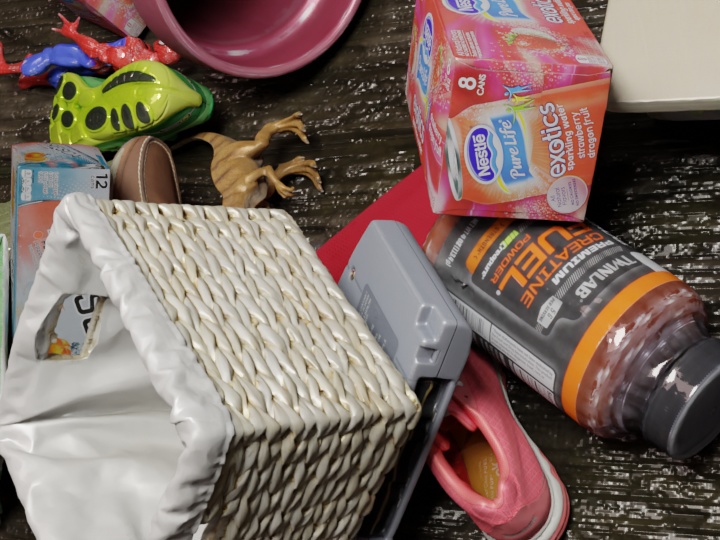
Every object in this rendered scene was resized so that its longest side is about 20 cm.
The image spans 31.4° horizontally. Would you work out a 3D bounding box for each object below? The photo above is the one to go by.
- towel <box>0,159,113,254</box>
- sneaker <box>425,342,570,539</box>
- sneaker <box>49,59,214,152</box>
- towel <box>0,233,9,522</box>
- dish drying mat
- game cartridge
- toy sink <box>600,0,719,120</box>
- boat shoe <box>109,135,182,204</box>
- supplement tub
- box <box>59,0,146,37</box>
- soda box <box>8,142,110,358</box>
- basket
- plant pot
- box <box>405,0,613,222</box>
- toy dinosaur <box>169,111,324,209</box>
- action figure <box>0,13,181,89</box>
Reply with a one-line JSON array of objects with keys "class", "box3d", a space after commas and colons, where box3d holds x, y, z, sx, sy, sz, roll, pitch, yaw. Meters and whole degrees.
[{"class": "towel", "box3d": [-0.258, -0.032, 1.023, 0.199, 0.037, 0.149, -18, 22, 20]}, {"class": "sneaker", "box3d": [0.061, 0.083, 0.806, 0.074, 0.087, 0.200, -38, 56, 8]}, {"class": "sneaker", "box3d": [-0.193, -0.125, 1.051, 0.200, 0.083, 0.074, 3, 84, 49]}, {"class": "towel", "box3d": [-0.272, 0.085, 0.946, 0.023, 0.200, 0.153, 0, 58, -17]}, {"class": "dish drying mat", "box3d": [0.000, 0.000, 0.919, 0.200, 0.018, 0.077, -40, 52, 9]}, {"class": "game cartridge", "box3d": [0.005, 0.077, 0.800, 0.133, 0.040, 0.201, 58, 136, 50]}, {"class": "toy sink", "box3d": [0.236, -0.163, 0.804, 0.130, 0.112, 0.201, 0, 64, 29]}, {"class": "boat shoe", "box3d": [-0.137, -0.006, 0.924, 0.072, 0.076, 0.201, -17, 70, 26]}, {"class": "supplement tub", "box3d": [0.135, 0.029, 0.778, 0.200, 0.107, 0.107, 37, 89, 35]}, {"class": "box", "box3d": [-0.198, -0.316, 1.117, 0.102, 0.095, 0.200, 30, 85, 40]}, {"class": "soda box", "box3d": [-0.215, 0.014, 0.904, 0.068, 0.063, 0.201, -134, 47, -64]}, {"class": "basket", "box3d": [-0.096, 0.088, 0.750, 0.200, 0.160, 0.199, 54, 132, 38]}, {"class": "plant pot", "box3d": [-0.117, -0.266, 1.008, 0.179, 0.200, 0.200, 28, 84, 50]}, {"class": "box", "box3d": [0.086, -0.119, 0.807, 0.095, 0.100, 0.200, 3, 29, -5]}, {"class": "toy dinosaur", "box3d": [-0.090, -0.083, 0.970, 0.106, 0.061, 0.200, -18, 35, -6]}, {"class": "action figure", "box3d": [-0.232, -0.184, 1.100, 0.199, 0.065, 0.052, 6, 79, 32]}]
